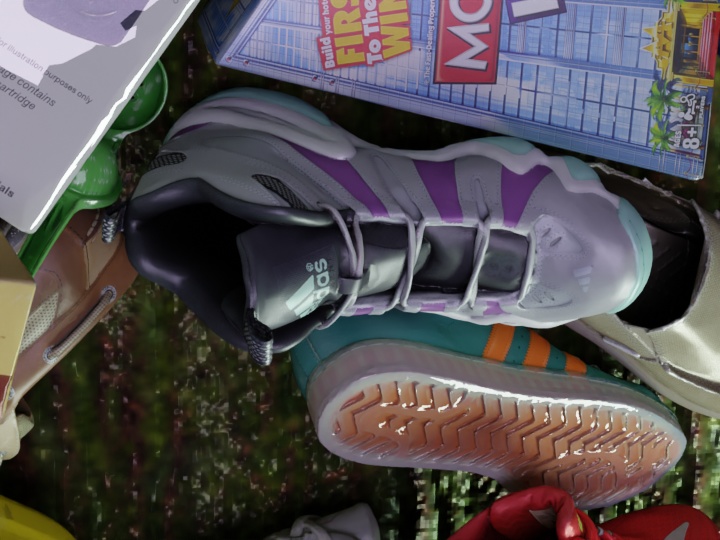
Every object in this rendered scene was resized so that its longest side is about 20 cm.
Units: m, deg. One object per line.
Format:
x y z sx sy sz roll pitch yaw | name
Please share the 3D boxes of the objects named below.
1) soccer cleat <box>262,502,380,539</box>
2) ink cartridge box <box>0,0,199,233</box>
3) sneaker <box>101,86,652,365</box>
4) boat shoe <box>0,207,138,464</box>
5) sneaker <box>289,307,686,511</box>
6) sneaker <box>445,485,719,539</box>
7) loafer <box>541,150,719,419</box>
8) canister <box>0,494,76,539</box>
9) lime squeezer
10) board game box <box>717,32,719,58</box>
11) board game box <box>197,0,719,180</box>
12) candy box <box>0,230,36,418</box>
-0.036 0.137 1.011 0.199 0.070 0.087 7 99 -18 | soccer cleat
-0.096 -0.134 0.845 0.084 0.145 0.200 33 102 -20 | ink cartridge box
0.000 0.000 0.882 0.199 0.140 0.078 11 118 16 | sneaker
-0.163 0.050 0.944 0.074 0.076 0.200 37 102 -25 | boat shoe
0.054 0.043 0.986 0.199 0.080 0.071 17 127 -39 | sneaker
0.085 0.126 0.974 0.199 0.077 0.085 -15 123 -41 | sneaker
0.132 0.010 0.975 0.199 0.068 0.076 23 82 -17 | loafer
-0.213 0.168 0.934 0.200 0.087 0.148 -39 140 19 | canister
-0.094 -0.056 0.903 0.038 0.071 0.201 34 64 -19 | lime squeezer
0.262 -0.118 0.978 0.199 0.035 0.136 17 107 -16 | board game box
0.040 -0.137 0.915 0.199 0.062 0.201 -1 111 -11 | board game box
-0.199 -0.020 0.830 0.116 0.200 0.057 8 112 -28 | candy box
